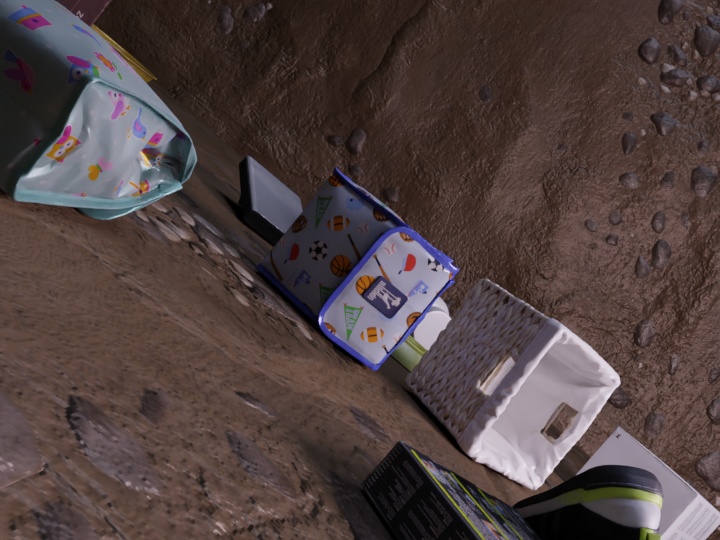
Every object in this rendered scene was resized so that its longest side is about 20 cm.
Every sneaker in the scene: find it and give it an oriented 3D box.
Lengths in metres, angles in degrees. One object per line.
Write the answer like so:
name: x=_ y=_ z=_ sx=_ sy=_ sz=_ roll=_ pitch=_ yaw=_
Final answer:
sneaker: x=0.164 y=0.215 z=0.614 sx=0.072 sy=0.083 sz=0.200 roll=11 pitch=-34 yaw=-7

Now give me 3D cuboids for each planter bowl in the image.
planter bowl: x=-0.471 y=-0.379 z=1.429 sx=0.200 sy=0.083 sz=0.200 roll=40 pitch=3 yaw=-2

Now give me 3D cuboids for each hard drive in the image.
hard drive: x=-0.155 y=-0.109 z=1.415 sx=0.140 sy=0.033 sz=0.200 roll=39 pitch=20 yaw=-31

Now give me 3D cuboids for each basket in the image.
basket: x=0.198 y=0.150 z=1.058 sx=0.200 sy=0.198 sz=0.161 roll=36 pitch=1 yaw=-44

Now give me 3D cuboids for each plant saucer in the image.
plant saucer: x=0.077 y=0.130 z=1.335 sx=0.200 sy=0.031 sz=0.200 roll=39 pitch=4 yaw=-3

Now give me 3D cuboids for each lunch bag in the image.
lunch bag: x=-0.230 y=-0.130 z=0.611 sx=0.170 sy=0.122 sz=0.200 roll=40 pitch=9 yaw=11
lunch bag: x=0.000 y=0.000 z=0.992 sx=0.200 sy=0.170 sz=0.124 roll=42 pitch=7 yaw=20

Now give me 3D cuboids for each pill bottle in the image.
pill bottle: x=0.112 y=0.084 z=1.607 sx=0.112 sy=0.112 sz=0.200 roll=39 pitch=4 yaw=-25

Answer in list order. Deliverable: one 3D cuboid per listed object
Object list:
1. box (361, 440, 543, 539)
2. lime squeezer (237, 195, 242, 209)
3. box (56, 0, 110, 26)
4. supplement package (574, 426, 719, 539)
box: x=0.105 y=0.211 z=0.513 sx=0.160 sy=0.044 sz=0.200 roll=37 pitch=5 yaw=-38
lime squeezer: x=-0.196 y=-0.119 z=1.480 sx=0.071 sy=0.038 sz=0.200 roll=39 pitch=3 yaw=-28
box: x=-0.416 y=-0.345 z=0.924 sx=0.200 sy=0.166 sz=0.164 roll=38 pitch=5 yaw=-34
supplement package: x=0.537 y=0.430 z=1.493 sx=0.200 sy=0.147 sz=0.191 roll=37 pitch=5 yaw=-46
